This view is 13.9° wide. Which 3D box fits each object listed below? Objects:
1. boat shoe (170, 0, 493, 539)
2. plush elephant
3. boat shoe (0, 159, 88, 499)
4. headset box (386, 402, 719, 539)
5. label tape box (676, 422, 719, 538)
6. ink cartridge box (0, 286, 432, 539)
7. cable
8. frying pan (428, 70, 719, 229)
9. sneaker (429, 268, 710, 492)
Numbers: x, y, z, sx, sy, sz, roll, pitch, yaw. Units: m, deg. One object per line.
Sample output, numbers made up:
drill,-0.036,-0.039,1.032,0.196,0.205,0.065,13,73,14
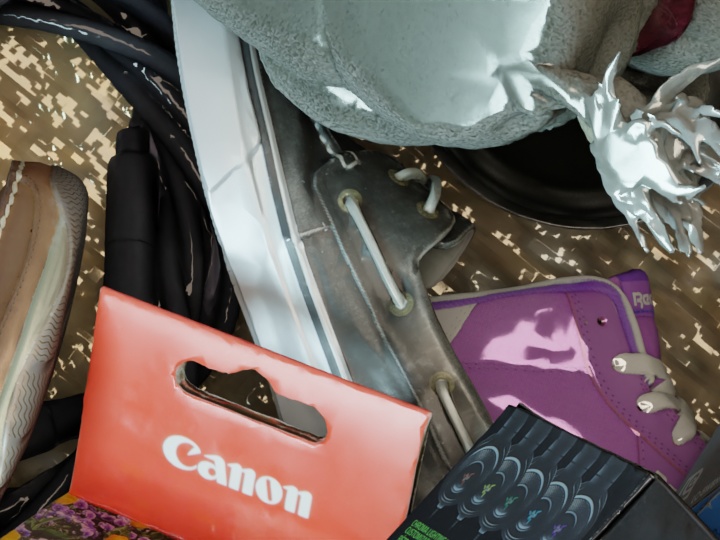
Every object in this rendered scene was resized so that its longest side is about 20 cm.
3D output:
boat shoe,0.000,0.000,0.851,0.071,0.072,0.201,-19,81,1
plush elephant,0.059,-0.098,0.810,0.200,0.155,0.165,46,122,13
boat shoe,-0.137,0.057,0.827,0.072,0.076,0.201,25,87,-5
headset box,0.051,0.158,0.745,0.200,0.093,0.174,-47,111,-7
label tape box,0.196,0.040,0.857,0.144,0.063,0.200,36,60,0
ink cartridge box,-0.053,0.117,0.814,0.109,0.050,0.201,20,114,20
cable,-0.113,-0.008,0.885,0.163,0.051,0.200,36,81,-2
frying pan,0.042,-0.091,0.915,0.190,0.031,0.115,43,78,12
sneaker,0.098,0.061,0.882,0.200,0.073,0.115,17,79,-1
